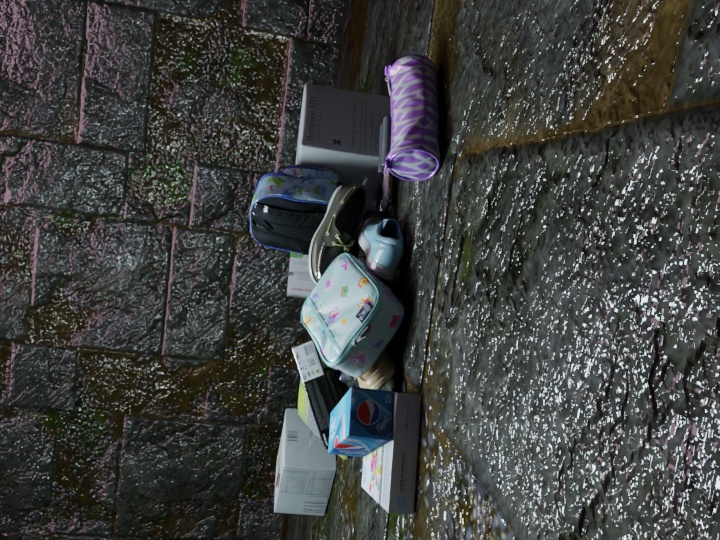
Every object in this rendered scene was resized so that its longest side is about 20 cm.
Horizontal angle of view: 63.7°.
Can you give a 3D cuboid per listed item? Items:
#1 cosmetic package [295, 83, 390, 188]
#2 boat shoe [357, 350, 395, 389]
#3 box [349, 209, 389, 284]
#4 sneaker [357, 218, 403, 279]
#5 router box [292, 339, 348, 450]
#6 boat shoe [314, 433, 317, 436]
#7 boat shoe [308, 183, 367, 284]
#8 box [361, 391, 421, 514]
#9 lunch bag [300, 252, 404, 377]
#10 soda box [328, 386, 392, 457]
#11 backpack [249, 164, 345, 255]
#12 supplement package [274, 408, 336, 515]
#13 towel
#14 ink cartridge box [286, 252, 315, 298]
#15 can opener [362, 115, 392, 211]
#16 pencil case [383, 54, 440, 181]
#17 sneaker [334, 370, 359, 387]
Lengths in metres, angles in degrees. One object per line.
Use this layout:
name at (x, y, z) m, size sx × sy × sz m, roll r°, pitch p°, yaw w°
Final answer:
cosmetic package at (-0.041, -0.283, 1.296) m, size 0.167 × 0.195 × 0.171 m, roll 116°, pitch 158°, yaw -63°
boat shoe at (0.010, 0.151, 1.006) m, size 0.071 × 0.065 × 0.200 m, roll -38°, pitch 12°, yaw 1°
box at (0.000, 0.000, 1.190) m, size 0.164 × 0.084 × 0.205 m, roll 114°, pitch 160°, yaw -62°
sneaker at (0.047, -0.058, 1.039) m, size 0.083 × 0.073 × 0.201 m, roll -61°, pitch 19°, yaw 18°
router box at (-0.065, 0.240, 1.166) m, size 0.149 × 0.050 × 0.204 m, roll 20°, pitch -129°, yaw -78°
boat shoe at (-0.085, 0.382, 1.498) m, size 0.200 × 0.070 × 0.073 m, roll 162°, pitch 111°, yaw -82°
boat shoe at (-0.041, -0.070, 1.089) m, size 0.060 × 0.071 × 0.206 m, roll -1°, pitch 67°, yaw 54°
box at (0.043, 0.265, 0.881) m, size 0.200 × 0.040 × 0.160 m, roll 132°, pitch 144°, yaw -76°
lunch bag at (-0.021, 0.074, 0.978) m, size 0.161 × 0.077 × 0.200 m, roll -51°, pitch 33°, yaw 7°
soda box at (-0.004, 0.235, 0.880) m, size 0.201 × 0.062 × 0.069 m, roll 114°, pitch 162°, yaw -64°
backpack at (-0.134, -0.128, 1.242) m, size 0.185 × 0.195 × 0.149 m, roll 106°, pitch 168°, yaw -49°
supplement package at (-0.154, 0.528, 1.600) m, size 0.193 × 0.143 × 0.204 m, roll -97°, pitch 17°, yaw -56°
towel at (-0.077, 0.326, 1.327) m, size 0.198 × 0.022 × 0.147 m, roll 27°, pitch 118°, yaw 42°
ink cartridge box at (-0.240, 0.014, 2.501) m, size 0.084 × 0.142 × 0.205 m, roll 136°, pitch 140°, yaw -75°
can opener at (0.038, -0.216, 1.163) m, size 0.053 × 0.065 × 0.205 m, roll 123°, pitch 152°, yaw -68°
pencil case at (0.077, -0.234, 0.876) m, size 0.084 × 0.083 × 0.204 m, roll 109°, pitch 164°, yaw -59°
sneaker at (-0.015, 0.194, 1.165) m, size 0.200 × 0.079 × 0.076 m, roll 154°, pitch 123°, yaw -79°
